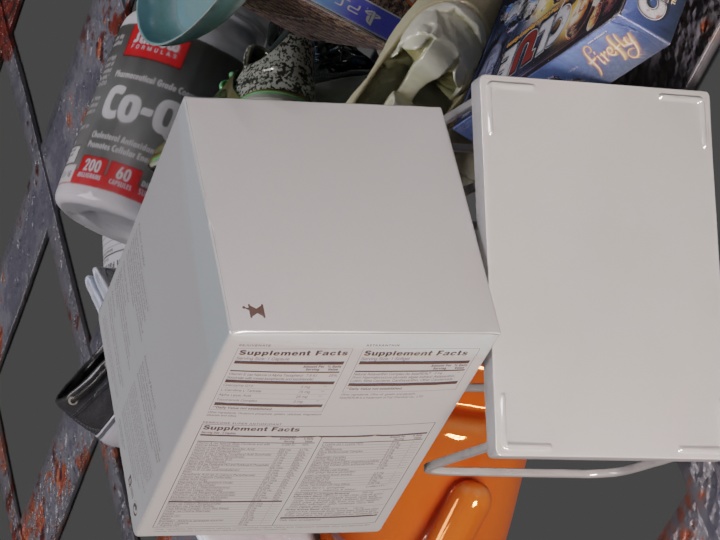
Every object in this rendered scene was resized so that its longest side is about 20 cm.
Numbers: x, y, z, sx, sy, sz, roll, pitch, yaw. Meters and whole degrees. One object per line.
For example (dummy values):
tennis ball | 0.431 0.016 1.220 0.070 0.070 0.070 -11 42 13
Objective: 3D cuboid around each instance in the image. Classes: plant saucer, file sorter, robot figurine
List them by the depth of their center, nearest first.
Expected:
file sorter | 0.107 0.009 1.462 0.124 0.138 0.202 155 115 -65
robot figurine | 0.039 0.128 1.623 0.143 0.116 0.201 30 117 37
plant saucer | -0.079 -0.228 1.689 0.200 0.027 0.201 -46 30 36

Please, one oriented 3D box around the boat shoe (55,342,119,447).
boat shoe | -0.142 0.025 1.808 0.201 0.066 0.070 -56 13 20

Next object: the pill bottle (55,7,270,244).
pill bottle | -0.138 -0.121 1.956 0.114 0.113 0.201 -7 61 65

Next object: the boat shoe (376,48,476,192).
boat shoe | 0.072 -0.099 1.646 0.072 0.059 0.200 -45 39 10

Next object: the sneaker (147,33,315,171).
sneaker | -0.076 -0.105 1.815 0.200 0.077 0.089 -20 51 56

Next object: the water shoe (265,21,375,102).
water shoe | -0.029 -0.145 1.861 0.200 0.071 0.080 -174 90 -65

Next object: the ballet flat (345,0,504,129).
ballet flat | 0.030 -0.103 1.574 0.200 0.069 0.069 -53 24 -8

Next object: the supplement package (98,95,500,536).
supplement package | -0.040 0.028 1.444 0.200 0.150 0.153 118 146 -49

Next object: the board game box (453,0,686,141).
board game box | 0.129 -0.156 1.489 0.200 0.034 0.136 -32 32 61

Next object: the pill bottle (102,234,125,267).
pill bottle | -0.142 -0.024 2.051 0.112 0.111 0.202 153 117 -62

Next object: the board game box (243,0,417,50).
board game box | -0.003 -0.253 1.708 0.201 0.096 0.159 -66 25 -2

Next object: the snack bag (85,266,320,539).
snack bag | -0.084 0.091 1.613 0.021 0.188 0.201 -28 78 17
